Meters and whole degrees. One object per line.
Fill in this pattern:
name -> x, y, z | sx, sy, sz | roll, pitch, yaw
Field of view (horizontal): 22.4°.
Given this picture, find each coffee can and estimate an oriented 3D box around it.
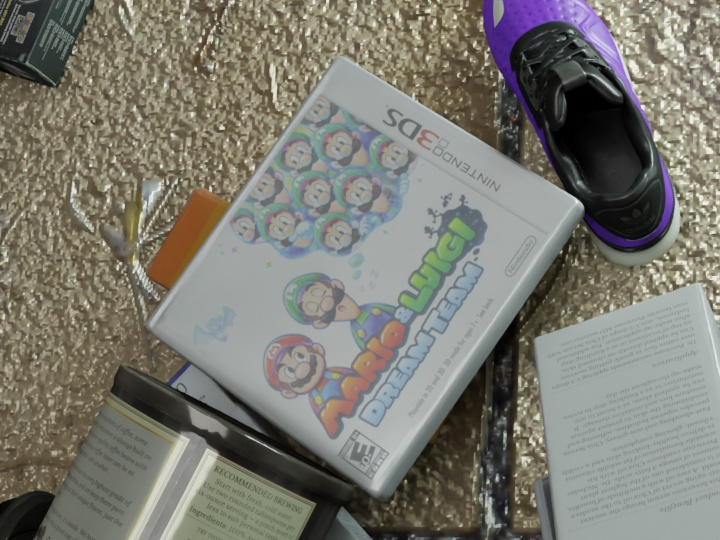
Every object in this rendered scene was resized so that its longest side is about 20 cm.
coffee can -> -0.113, 0.173, 0.988 | 0.146, 0.146, 0.201 | 26, 85, 24

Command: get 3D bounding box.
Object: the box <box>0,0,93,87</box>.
box -> -0.245, -0.244, 1.258 | 0.159, 0.044, 0.201 | 18, 81, 23

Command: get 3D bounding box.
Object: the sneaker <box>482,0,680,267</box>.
sneaker -> 0.125, -0.105, 1.051 | 0.069, 0.100, 0.201 | -29, 67, 8

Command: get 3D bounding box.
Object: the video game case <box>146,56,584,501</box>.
video game case -> 0.000, 0.000, 1.040 | 0.182, 0.024, 0.201 | 33, 85, 24

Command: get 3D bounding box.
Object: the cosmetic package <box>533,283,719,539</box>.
cosmetic package -> 0.154, 0.109, 0.941 | 0.101, 0.071, 0.201 | -19, 37, 16

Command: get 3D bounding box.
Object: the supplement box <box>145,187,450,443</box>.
supplement box -> -0.029, 0.027, 1.090 | 0.199, 0.069, 0.067 | 30, 87, 26

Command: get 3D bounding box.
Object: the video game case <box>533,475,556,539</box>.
video game case -> 0.187, 0.155, 0.943 | 0.181, 0.023, 0.201 | -22, 37, 13

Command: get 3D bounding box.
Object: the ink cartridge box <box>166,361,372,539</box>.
ink cartridge box -> -0.098, 0.190, 1.081 | 0.196, 0.043, 0.200 | -46, 63, 4

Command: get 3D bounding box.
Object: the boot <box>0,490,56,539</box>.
boot -> -0.258, 0.205, 1.082 | 0.157, 0.079, 0.213 | 26, 103, 32
